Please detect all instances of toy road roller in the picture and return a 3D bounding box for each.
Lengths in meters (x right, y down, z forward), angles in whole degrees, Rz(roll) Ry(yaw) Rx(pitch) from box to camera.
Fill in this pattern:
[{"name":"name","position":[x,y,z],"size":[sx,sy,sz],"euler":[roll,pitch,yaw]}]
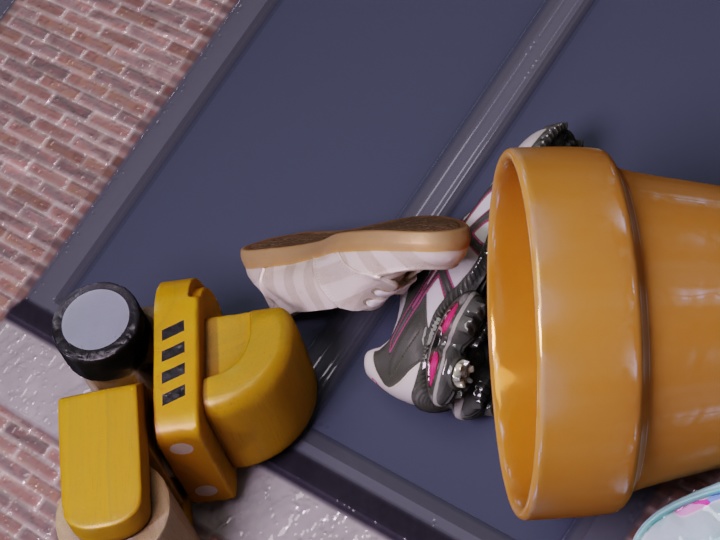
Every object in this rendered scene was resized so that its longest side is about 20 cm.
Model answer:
[{"name":"toy road roller","position":[-0.102,0.098,1.317],"size":[0.146,0.123,0.200],"euler":[-9,57,8]}]

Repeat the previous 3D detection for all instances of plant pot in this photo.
[{"name":"plant pot","position":[0.171,0.031,1.177],"size":[0.183,0.200,0.200],"euler":[-2,58,-4]}]

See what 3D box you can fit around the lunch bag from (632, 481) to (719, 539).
[{"name":"lunch bag","position":[0.241,0.167,1.125],"size":[0.200,0.077,0.160],"euler":[-25,59,10]}]

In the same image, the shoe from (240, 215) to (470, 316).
[{"name":"shoe","position":[0.000,0.000,1.323],"size":[0.200,0.070,0.053],"euler":[-6,96,54]}]

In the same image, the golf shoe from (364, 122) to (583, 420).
[{"name":"golf shoe","position":[0.070,-0.008,1.323],"size":[0.088,0.077,0.200],"euler":[12,66,41]}]
